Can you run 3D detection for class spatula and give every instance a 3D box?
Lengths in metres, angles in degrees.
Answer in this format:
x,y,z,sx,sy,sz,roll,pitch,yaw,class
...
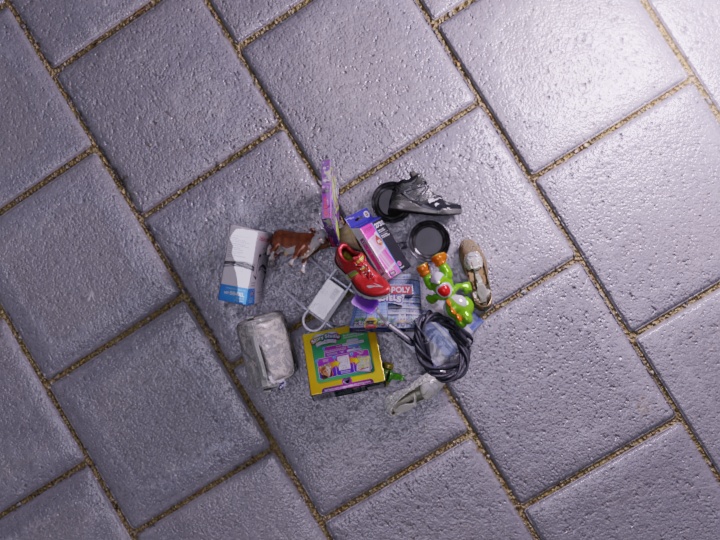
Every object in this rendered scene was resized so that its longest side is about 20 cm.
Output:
x,y,z,sx,sy,sz,roll,pitch,yaw,class
0.064,0.127,1.593,0.200,0.021,0.057,42,50,-6,spatula

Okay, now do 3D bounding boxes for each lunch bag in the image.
x,y,z,sx,sy,sz,roll,pitch,yaw,class
-0.256,0.217,1.663,0.138,0.168,0.201,-15,90,5,lunch bag

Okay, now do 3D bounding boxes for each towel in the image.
x,y,z,sx,sy,sz,roll,pitch,yaw,class
0.218,0.160,1.693,0.147,0.024,0.200,45,94,3,towel

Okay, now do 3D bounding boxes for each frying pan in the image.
x,y,z,sx,sy,sz,roll,pitch,yaw,class
0.154,-0.060,1.685,0.189,0.031,0.115,-31,89,12,frying pan
0.080,-0.148,1.693,0.114,0.031,0.192,8,89,0,frying pan

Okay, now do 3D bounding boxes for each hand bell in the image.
x,y,z,sx,sy,sz,roll,pitch,yaw,class
-0.093,-0.074,1.699,0.199,0.104,0.105,-16,89,17,hand bell

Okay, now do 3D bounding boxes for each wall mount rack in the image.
x,y,z,sx,sy,sz,roll,pitch,yaw,class
-0.111,0.061,1.700,0.173,0.075,0.201,35,93,0,wall mount rack

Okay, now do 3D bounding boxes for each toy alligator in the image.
x,y,z,sx,sy,sz,roll,pitch,yaw,class
0.023,0.270,1.695,0.199,0.054,0.060,17,92,5,toy alligator

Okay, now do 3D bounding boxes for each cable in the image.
x,y,z,sx,sy,sz,roll,pitch,yaw,class
0.206,0.197,1.628,0.200,0.051,0.164,37,68,-19,cable

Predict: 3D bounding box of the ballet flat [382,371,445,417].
x,y,z,sx,sy,sz,roll,pitch,yaw,class
0.153,0.339,1.677,0.199,0.072,0.072,-31,88,6,ballet flat

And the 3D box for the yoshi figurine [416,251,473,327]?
x,y,z,sx,sy,sz,roll,pitch,yaw,class
0.236,0.057,1.644,0.112,0.112,0.201,-26,81,-28,yoshi figurine

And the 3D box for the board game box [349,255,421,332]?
x,y,z,sx,sy,sz,roll,pitch,yaw,class
0.066,0.062,1.663,0.198,0.062,0.201,-1,72,-2,board game box

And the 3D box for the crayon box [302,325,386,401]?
x,y,z,sx,sy,sz,roll,pitch,yaw,class
-0.045,0.240,1.658,0.198,0.058,0.174,-11,61,-1,crayon box

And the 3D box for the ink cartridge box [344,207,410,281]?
x,y,z,sx,sy,sz,roll,pitch,yaw,class
0.046,-0.074,1.634,0.037,0.094,0.201,-37,85,47,ink cartridge box

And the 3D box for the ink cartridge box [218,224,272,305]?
x,y,z,sx,sy,sz,roll,pitch,yaw,class
-0.309,-0.015,1.677,0.084,0.146,0.202,11,92,7,ink cartridge box

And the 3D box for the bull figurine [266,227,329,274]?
x,y,z,sx,sy,sz,roll,pitch,yaw,class
-0.171,-0.061,1.667,0.199,0.065,0.122,8,64,40,bull figurine

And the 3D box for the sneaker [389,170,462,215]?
x,y,z,sx,sy,sz,roll,pitch,yaw,class
0.182,-0.204,1.657,0.198,0.076,0.115,9,92,-5,sneaker

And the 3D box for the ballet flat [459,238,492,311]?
x,y,z,sx,sy,sz,roll,pitch,yaw,class
0.315,0.011,1.661,0.070,0.065,0.201,-18,89,2,ballet flat

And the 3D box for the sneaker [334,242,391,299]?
x,y,z,sx,sy,sz,roll,pitch,yaw,class
0.000,0.000,1.592,0.077,0.085,0.200,-33,55,-30,sneaker

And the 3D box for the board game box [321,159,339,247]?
x,y,z,sx,sy,sz,roll,pitch,yaw,class
-0.078,-0.176,1.623,0.032,0.120,0.201,-5,55,3,board game box
